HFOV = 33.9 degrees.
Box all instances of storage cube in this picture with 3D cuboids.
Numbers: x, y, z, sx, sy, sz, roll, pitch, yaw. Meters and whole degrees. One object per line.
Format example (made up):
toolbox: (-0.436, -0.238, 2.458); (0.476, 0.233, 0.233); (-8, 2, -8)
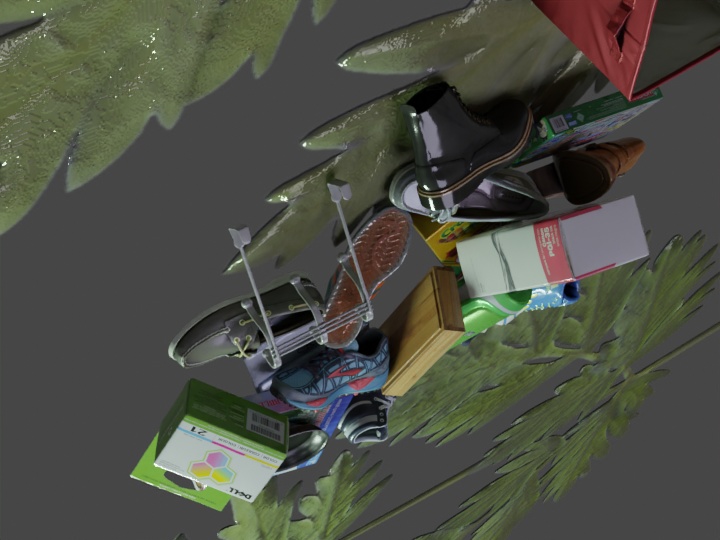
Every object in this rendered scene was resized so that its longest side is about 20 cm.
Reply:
storage cube: (0.305, -0.324, 1.242); (0.200, 0.180, 0.171); (-29, 152, -16)

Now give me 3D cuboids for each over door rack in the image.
over door rack: (-0.070, -0.001, 1.390); (0.147, 0.067, 0.200); (-27, 126, -22)

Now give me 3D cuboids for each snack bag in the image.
snack bag: (-0.068, 0.114, 1.645); (0.188, 0.021, 0.200); (-31, 152, -12)

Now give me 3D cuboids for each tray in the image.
tray: (0.078, 0.087, 1.647); (0.037, 0.099, 0.200); (6, 147, -23)

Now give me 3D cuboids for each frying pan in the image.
frying pan: (-0.128, 0.272, 1.684); (0.190, 0.031, 0.115); (-36, 151, 18)

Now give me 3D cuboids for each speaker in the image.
speaker: (0.149, 0.055, 1.689); (0.088, 0.089, 0.200); (-7, 160, -45)

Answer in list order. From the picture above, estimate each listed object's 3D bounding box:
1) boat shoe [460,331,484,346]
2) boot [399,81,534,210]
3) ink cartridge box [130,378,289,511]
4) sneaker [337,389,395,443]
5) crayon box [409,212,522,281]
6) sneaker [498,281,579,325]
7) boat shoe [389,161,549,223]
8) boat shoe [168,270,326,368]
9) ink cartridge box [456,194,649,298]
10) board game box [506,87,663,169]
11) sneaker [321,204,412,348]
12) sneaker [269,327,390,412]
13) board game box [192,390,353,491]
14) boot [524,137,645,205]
boat shoe: (0.171, 0.050, 1.775); (0.093, 0.075, 0.200); (-41, 155, -11)
boot: (0.129, -0.180, 1.381); (0.200, 0.077, 0.139); (-47, 134, -34)
ink cartridge box: (-0.204, 0.257, 1.563); (0.148, 0.076, 0.200); (25, 120, -18)
sneaker: (0.042, 0.182, 1.788); (0.200, 0.109, 0.070); (-33, 153, -11)
crayon box: (0.139, -0.071, 1.576); (0.127, 0.051, 0.200); (-39, 153, 3)
sneaker: (0.277, 0.037, 1.852); (0.076, 0.105, 0.200); (-12, 143, -40)
boat shoe: (0.135, -0.093, 1.461); (0.201, 0.065, 0.075); (5, 112, -22)
boat shoe: (-0.136, 0.069, 1.446); (0.201, 0.060, 0.072); (-27, 151, -21)
ink cartridge box: (0.241, -0.029, 1.516); (0.146, 0.083, 0.200); (-17, -177, -36)
board game box: (0.280, -0.186, 1.538); (0.200, 0.029, 0.135); (-21, 172, -30)
sneaker: (0.000, 0.000, 1.510); (0.200, 0.071, 0.080); (-60, -169, 11)
sneaker: (-0.041, 0.124, 1.613); (0.200, 0.079, 0.096); (-15, 127, -42)
board game box: (-0.129, 0.237, 1.704); (0.199, 0.041, 0.200); (-12, 147, -29)
boot: (0.327, -0.138, 1.596); (0.155, 0.077, 0.200); (-19, 179, -21)
